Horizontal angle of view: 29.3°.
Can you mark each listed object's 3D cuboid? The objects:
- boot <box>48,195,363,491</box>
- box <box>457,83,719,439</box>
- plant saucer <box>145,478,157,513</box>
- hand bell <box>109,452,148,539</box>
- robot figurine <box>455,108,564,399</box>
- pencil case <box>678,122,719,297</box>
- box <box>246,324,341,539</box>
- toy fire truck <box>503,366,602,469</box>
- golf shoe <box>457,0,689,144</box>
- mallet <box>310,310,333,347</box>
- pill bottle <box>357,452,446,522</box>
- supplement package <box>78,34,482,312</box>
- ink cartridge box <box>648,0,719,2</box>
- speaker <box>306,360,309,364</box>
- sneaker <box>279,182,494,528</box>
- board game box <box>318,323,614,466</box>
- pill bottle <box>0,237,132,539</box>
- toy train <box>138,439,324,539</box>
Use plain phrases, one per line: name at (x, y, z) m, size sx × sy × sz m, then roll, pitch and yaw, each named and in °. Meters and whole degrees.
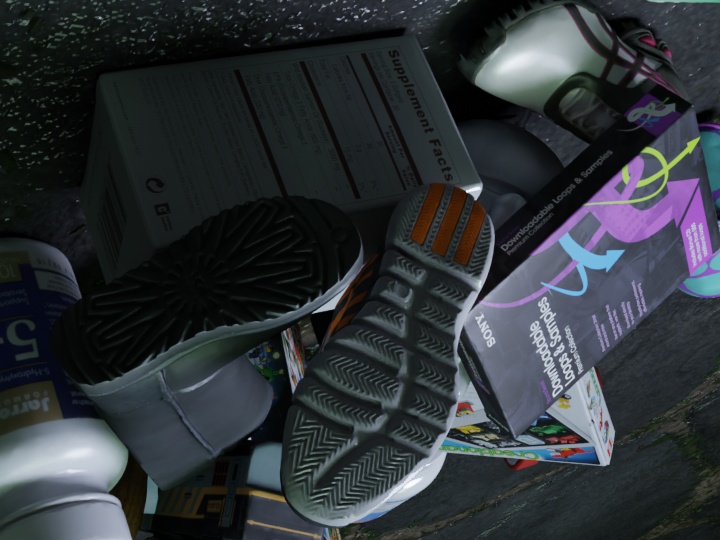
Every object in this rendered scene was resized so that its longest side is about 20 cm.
boot at (-0.069, 0.047, 0.757) m, size 0.163 × 0.066 × 0.200 m, roll -21°, pitch 155°, yaw -4°
box at (0.142, -0.001, 0.872) m, size 0.200 × 0.036 × 0.143 m, roll -41°, pitch 139°, yaw -9°
plant saucer at (-0.133, 0.205, 1.335) m, size 0.199 × 0.039 × 0.202 m, roll -20°, pitch 155°, yaw -10°
hand bell at (-0.140, 0.107, 0.910) m, size 0.103 × 0.202 × 0.104 m, roll 15°, pitch 164°, yaw 5°
robot figurine at (0.073, -0.016, 0.929) m, size 0.112 × 0.202 × 0.170 m, roll 25°, pitch 176°, yaw -12°
pencil case at (0.290, -0.045, 1.154) m, size 0.091 × 0.086 × 0.200 m, roll 1°, pitch 162°, yaw 16°
box at (-0.055, 0.114, 1.023) m, size 0.037 × 0.202 × 0.137 m, roll -14°, pitch 156°, yaw 3°
toy fire truck at (0.136, 0.048, 1.101) m, size 0.111 × 0.169 × 0.201 m, roll -11°, pitch 153°, yaw -26°
golf shoe at (0.148, -0.118, 0.878) m, size 0.198 × 0.089 × 0.077 m, roll 2°, pitch 143°, yaw -42°
mallet at (0.028, 0.072, 1.179) m, size 0.041 × 0.066 × 0.199 m, roll -30°, pitch 156°, yaw 23°
pill bottle at (0.014, 0.157, 1.243) m, size 0.111 × 0.113 × 0.200 m, roll -14°, pitch 164°, yaw -20°
supplement package at (-0.050, -0.047, 0.806) m, size 0.198 × 0.118 × 0.117 m, roll -11°, pitch 152°, yaw -24°
ink cartridge box at (0.267, -0.236, 0.797) m, size 0.159 × 0.051 × 0.200 m, roll -6°, pitch 152°, yaw -34°
speaker at (-0.117, 0.115, 1.116) m, size 0.198 × 0.082 × 0.081 m, roll 3°, pitch 145°, yaw -43°
sneaker at (0.010, 0.057, 0.732) m, size 0.201 × 0.077 × 0.112 m, roll -61°, pitch -179°, yaw -30°
board game box at (0.081, 0.093, 1.029) m, size 0.198 × 0.035 × 0.127 m, roll 2°, pitch 143°, yaw 24°
pill bottle at (-0.209, 0.094, 0.846) m, size 0.118 × 0.202 × 0.120 m, roll -19°, pitch 156°, yaw -9°
toy train at (-0.087, 0.169, 0.895) m, size 0.084 × 0.115 × 0.199 m, roll 18°, pitch 164°, yaw -25°
